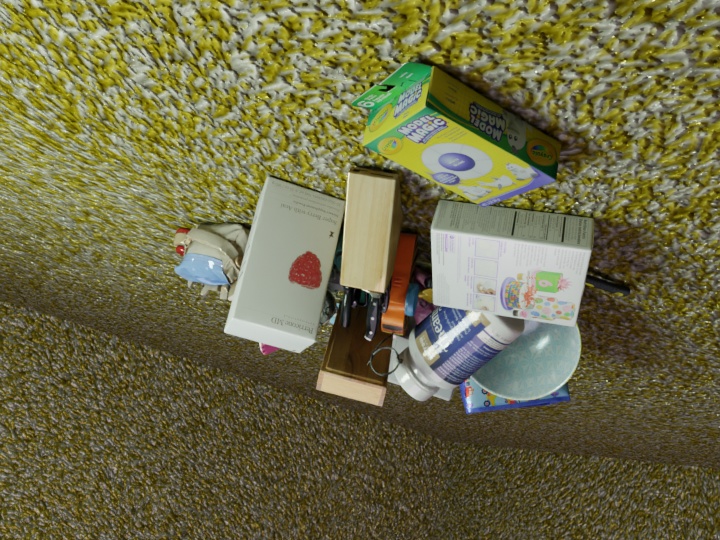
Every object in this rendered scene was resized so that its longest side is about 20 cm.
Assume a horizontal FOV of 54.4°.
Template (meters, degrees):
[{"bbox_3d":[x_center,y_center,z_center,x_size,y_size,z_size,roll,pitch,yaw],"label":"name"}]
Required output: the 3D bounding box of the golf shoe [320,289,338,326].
[{"bbox_3d":[-0.074,0.055,1.176,0.086,0.079,0.199,-15,177,-25],"label":"golf shoe"}]

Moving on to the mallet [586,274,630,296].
[{"bbox_3d":[0.303,0.009,1.010,0.196,0.042,0.065,19,161,-30],"label":"mallet"}]

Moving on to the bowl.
[{"bbox_3d":[0.259,0.095,1.143,0.195,0.205,0.108,9,-155,13],"label":"bowl"}]

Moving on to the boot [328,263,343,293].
[{"bbox_3d":[-0.052,-0.008,1.177,0.093,0.076,0.200,0,167,10],"label":"boot"}]

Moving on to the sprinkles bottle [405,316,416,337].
[{"bbox_3d":[0.102,0.097,1.365,0.195,0.070,0.068,18,162,-15],"label":"sprinkles bottle"}]

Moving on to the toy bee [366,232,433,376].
[{"bbox_3d":[0.048,0.050,1.048,0.129,0.203,0.109,30,172,15],"label":"toy bee"}]

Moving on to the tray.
[{"bbox_3d":[-0.002,0.118,1.060,0.096,0.201,0.038,14,118,0],"label":"tray"}]

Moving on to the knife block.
[{"bbox_3d":[0.009,-0.012,0.913,0.062,0.180,0.201,9,162,8],"label":"knife block"}]

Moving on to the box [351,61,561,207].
[{"bbox_3d":[0.092,-0.133,0.704,0.197,0.050,0.116,24,159,-26],"label":"box"}]

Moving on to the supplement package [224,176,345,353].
[{"bbox_3d":[-0.106,-0.003,0.984,0.118,0.205,0.120,15,163,-12],"label":"supplement package"}]

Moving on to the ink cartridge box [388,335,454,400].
[{"bbox_3d":[0.066,0.159,1.281,0.196,0.085,0.145,21,176,-24],"label":"ink cartridge box"}]

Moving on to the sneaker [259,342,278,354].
[{"bbox_3d":[-0.161,0.048,1.140,0.080,0.089,0.203,-23,145,-23],"label":"sneaker"}]

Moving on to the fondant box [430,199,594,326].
[{"bbox_3d":[0.192,-0.008,0.911,0.195,0.059,0.146,9,139,15],"label":"fondant box"}]

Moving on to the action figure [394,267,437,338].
[{"bbox_3d":[0.109,0.040,1.188,0.132,0.151,0.200,-28,121,30],"label":"action figure"}]

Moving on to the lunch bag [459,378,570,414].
[{"bbox_3d":[0.252,0.166,1.237,0.194,0.155,0.094,-4,166,-12],"label":"lunch bag"}]

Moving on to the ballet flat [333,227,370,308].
[{"bbox_3d":[0.000,0.000,1.122,0.065,0.072,0.202,-3,146,11],"label":"ballet flat"}]

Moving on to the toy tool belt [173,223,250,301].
[{"bbox_3d":[-0.263,-0.011,1.206,0.196,0.126,0.124,1,159,35],"label":"toy tool belt"}]

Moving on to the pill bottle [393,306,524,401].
[{"bbox_3d":[0.142,0.106,1.057,0.110,0.113,0.200,25,123,-36],"label":"pill bottle"}]

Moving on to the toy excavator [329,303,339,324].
[{"bbox_3d":[-0.042,0.098,1.451,0.197,0.102,0.193,10,163,41],"label":"toy excavator"}]
